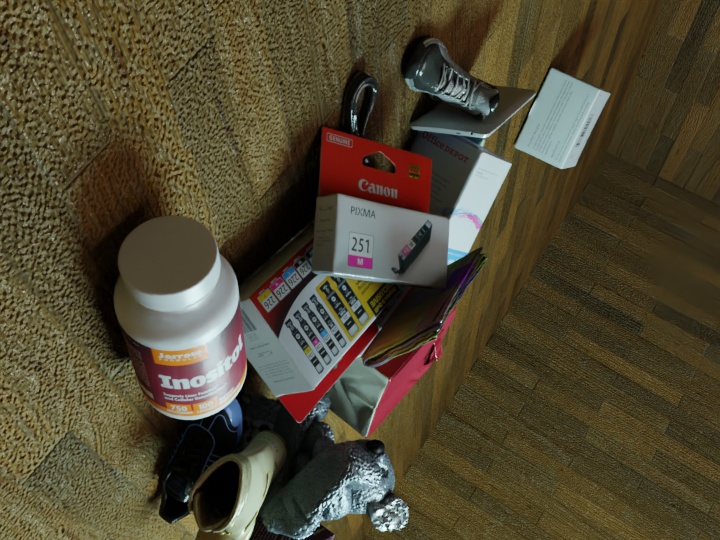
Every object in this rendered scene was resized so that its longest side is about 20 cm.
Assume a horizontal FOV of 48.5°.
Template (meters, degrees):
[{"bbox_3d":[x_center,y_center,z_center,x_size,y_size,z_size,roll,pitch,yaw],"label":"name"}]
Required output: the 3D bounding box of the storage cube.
[{"bbox_3d":[0.011,0.105,1.207,0.180,0.199,0.172,-41,160,-38],"label":"storage cube"}]

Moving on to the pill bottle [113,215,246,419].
[{"bbox_3d":[-0.168,0.047,0.751,0.113,0.112,0.201,-49,159,-31],"label":"pill bottle"}]

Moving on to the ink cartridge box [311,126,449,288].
[{"bbox_3d":[0.032,-0.073,0.984,0.198,0.043,0.176,8,84,-42],"label":"ink cartridge box"}]

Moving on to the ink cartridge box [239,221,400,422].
[{"bbox_3d":[-0.048,0.055,0.981,0.083,0.176,0.200,-19,-160,47],"label":"ink cartridge box"}]

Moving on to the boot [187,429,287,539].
[{"bbox_3d":[-0.172,0.302,0.991,0.201,0.072,0.155,-59,169,7],"label":"boot"}]

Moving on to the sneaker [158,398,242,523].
[{"bbox_3d":[-0.207,0.239,1.014,0.078,0.070,0.202,-44,157,-57],"label":"sneaker"}]

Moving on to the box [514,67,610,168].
[{"bbox_3d":[0.484,-0.361,1.910,0.200,0.130,0.201,-22,138,-64],"label":"box"}]

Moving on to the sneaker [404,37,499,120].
[{"bbox_3d":[0.140,-0.263,1.124,0.076,0.115,0.200,-64,163,12],"label":"sneaker"}]

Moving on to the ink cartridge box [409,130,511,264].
[{"bbox_3d":[0.124,-0.113,1.240,0.084,0.144,0.202,10,111,-42],"label":"ink cartridge box"}]

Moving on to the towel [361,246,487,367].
[{"bbox_3d":[0.087,0.050,1.060,0.143,0.023,0.200,-33,-169,39],"label":"towel"}]

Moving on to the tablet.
[{"bbox_3d":[0.177,-0.250,1.234,0.200,0.129,0.014,-43,136,-45],"label":"tablet"}]

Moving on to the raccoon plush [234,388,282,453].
[{"bbox_3d":[-0.140,0.213,1.200,0.200,0.095,0.136,-96,-168,-68],"label":"raccoon plush"}]

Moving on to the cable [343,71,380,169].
[{"bbox_3d":[-0.015,-0.157,1.018,0.097,0.050,0.201,-34,140,-22],"label":"cable"}]

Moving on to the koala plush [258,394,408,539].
[{"bbox_3d":[-0.029,0.286,1.113,0.199,0.177,0.185,21,107,-45],"label":"koala plush"}]

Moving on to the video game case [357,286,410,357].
[{"bbox_3d":[0.000,0.000,1.113,0.200,0.143,0.018,-51,-172,-27],"label":"video game case"}]

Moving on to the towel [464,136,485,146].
[{"bbox_3d":[0.143,-0.142,1.348,0.153,0.023,0.202,-118,-130,-67],"label":"towel"}]

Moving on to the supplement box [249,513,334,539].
[{"bbox_3d":[-0.144,0.357,1.155,0.061,0.199,0.109,-59,162,-1],"label":"supplement box"}]
